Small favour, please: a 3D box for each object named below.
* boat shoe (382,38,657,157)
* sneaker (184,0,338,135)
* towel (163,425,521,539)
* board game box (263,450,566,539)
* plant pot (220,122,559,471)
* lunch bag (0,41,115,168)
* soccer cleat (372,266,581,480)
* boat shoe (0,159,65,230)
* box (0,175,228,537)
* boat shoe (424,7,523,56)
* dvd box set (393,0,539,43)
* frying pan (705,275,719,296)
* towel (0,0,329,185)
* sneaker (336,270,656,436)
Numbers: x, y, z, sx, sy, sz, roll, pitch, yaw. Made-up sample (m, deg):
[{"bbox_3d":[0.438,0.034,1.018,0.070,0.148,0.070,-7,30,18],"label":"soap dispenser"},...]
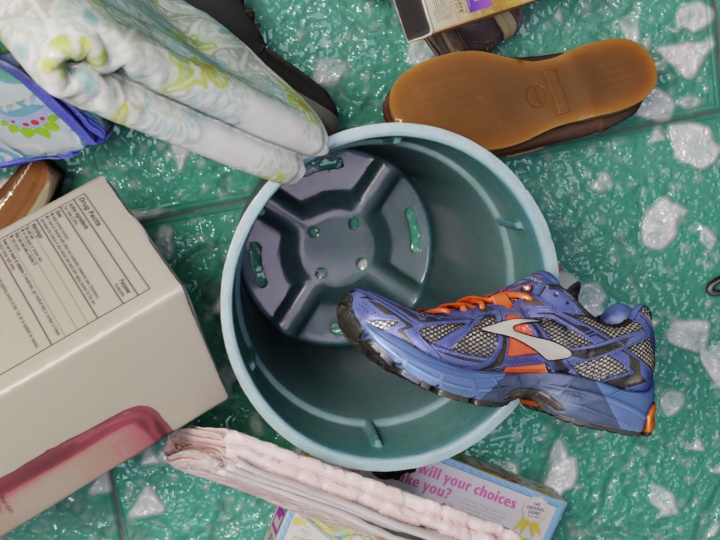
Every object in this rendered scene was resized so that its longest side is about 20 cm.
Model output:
[{"bbox_3d":[0.105,-0.111,0.866,0.198,0.070,0.071,-8,80,-19],"label":"boat shoe"},{"bbox_3d":[-0.088,-0.165,0.830,0.199,0.074,0.107,26,66,-31],"label":"sneaker"},{"bbox_3d":[-0.018,0.144,0.804,0.198,0.191,0.033,22,78,-14],"label":"towel"},{"bbox_3d":[0.037,0.195,0.938,0.198,0.034,0.136,23,95,-14],"label":"board game box"},{"bbox_3d":[0.000,0.000,0.811,0.198,0.196,0.203,-2,101,-12],"label":"plant pot"},{"bbox_3d":[-0.255,-0.147,0.746,0.168,0.128,0.202,-8,121,27],"label":"lunch bag"},{"bbox_3d":[0.068,0.062,0.899,0.073,0.068,0.200,42,82,20],"label":"soccer cleat"},{"bbox_3d":[-0.270,0.003,0.823,0.074,0.076,0.201,35,91,-12],"label":"boat shoe"},{"bbox_3d":[-0.200,0.058,0.756,0.199,0.128,0.110,-30,138,-14],"label":"box"},{"bbox_3d":[0.022,-0.212,0.842,0.200,0.074,0.073,43,90,-14],"label":"boat shoe"},{"bbox_3d":[0.087,-0.242,0.817,0.199,0.029,0.148,-25,99,-34],"label":"dvd box set"},{"bbox_3d":[0.361,-0.030,0.967,0.188,0.031,0.117,4,98,-15],"label":"frying pan"},{"bbox_3d":[-0.121,-0.123,0.647,0.199,0.171,0.048,17,112,-54],"label":"towel"},{"bbox_3d":[0.079,0.035,0.704,0.198,0.075,0.079,14,88,-21],"label":"sneaker"}]
